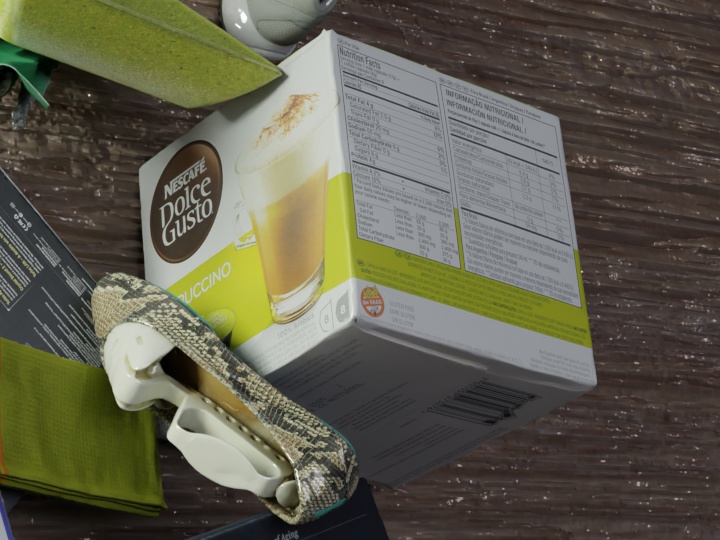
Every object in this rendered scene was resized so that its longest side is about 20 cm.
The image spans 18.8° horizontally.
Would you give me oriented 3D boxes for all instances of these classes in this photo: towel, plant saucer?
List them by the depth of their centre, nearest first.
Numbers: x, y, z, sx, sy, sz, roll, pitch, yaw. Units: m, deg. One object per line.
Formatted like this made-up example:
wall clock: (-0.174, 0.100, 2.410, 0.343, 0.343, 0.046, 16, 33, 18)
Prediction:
towel: (-0.179, 0.081, 1.205, 0.200, 0.018, 0.086, 22, 55, -50)
plant saucer: (-0.177, -0.161, 1.302, 0.200, 0.200, 0.048, 18, 103, -42)

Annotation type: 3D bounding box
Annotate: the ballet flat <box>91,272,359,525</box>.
ballet flat: (-0.092, 0.073, 1.228, 0.200, 0.068, 0.075, 37, 36, 15)

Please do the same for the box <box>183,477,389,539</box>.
box: (-0.060, 0.244, 1.240, 0.200, 0.124, 0.197, -13, 82, -54)

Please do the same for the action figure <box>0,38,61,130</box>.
action figure: (-0.219, -0.121, 1.264, 0.118, 0.055, 0.200, 24, 14, -1)

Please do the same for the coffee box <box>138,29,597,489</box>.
coffee box: (0.000, 0.000, 1.358, 0.200, 0.200, 0.198, 16, 57, -38)

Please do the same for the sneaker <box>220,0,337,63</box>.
sneaker: (-0.050, -0.248, 1.507, 0.076, 0.092, 0.200, 7, 67, -42)

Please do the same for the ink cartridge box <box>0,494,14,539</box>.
ink cartridge box: (-0.274, 0.144, 1.119, 0.200, 0.047, 0.198, -11, 82, -48)

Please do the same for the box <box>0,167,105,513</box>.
box: (-0.234, 0.023, 1.247, 0.200, 0.044, 0.160, 51, 46, -14)
